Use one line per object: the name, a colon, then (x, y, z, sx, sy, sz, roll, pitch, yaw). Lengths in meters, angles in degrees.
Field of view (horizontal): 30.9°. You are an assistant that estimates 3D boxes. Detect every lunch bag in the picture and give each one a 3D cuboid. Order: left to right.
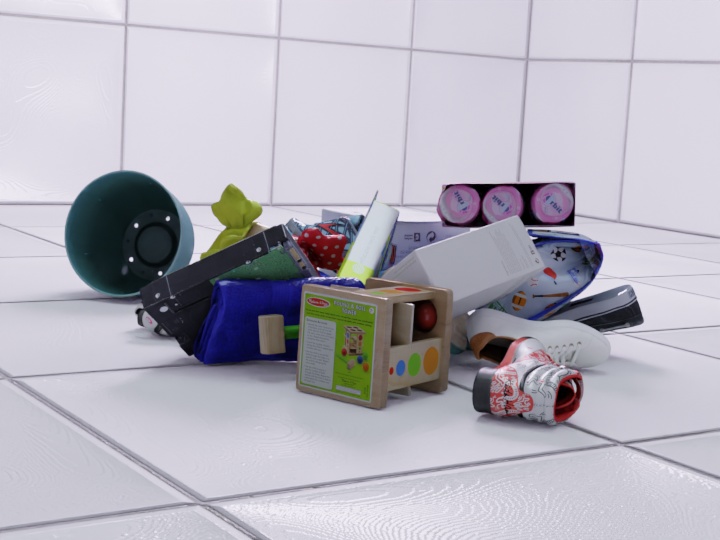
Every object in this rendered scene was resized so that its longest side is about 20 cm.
lunch bag: (0.251, 0.006, 1.859, 0.198, 0.125, 0.170, -25, 0, 9)

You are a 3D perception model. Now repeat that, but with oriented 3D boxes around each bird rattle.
bird rattle: (-0.117, -0.037, 1.808, 0.198, 0.114, 0.163, 14, -13, -3)

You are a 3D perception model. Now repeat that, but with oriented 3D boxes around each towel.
towel: (-0.101, 0.068, 1.636, 0.198, 0.148, 0.050, -2, 52, -24)

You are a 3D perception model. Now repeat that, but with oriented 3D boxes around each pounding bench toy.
pounding bench toy: (-0.006, 0.076, 1.567, 0.198, 0.126, 0.155, 9, 9, 36)

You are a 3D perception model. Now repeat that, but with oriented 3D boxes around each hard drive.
hard drive: (-0.158, 0.026, 1.627, 0.198, 0.038, 0.140, -24, -34, 7)

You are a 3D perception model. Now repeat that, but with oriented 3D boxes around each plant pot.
plant pot: (-0.362, -0.050, 2.139, 0.198, 0.203, 0.161, 5, -6, 11)

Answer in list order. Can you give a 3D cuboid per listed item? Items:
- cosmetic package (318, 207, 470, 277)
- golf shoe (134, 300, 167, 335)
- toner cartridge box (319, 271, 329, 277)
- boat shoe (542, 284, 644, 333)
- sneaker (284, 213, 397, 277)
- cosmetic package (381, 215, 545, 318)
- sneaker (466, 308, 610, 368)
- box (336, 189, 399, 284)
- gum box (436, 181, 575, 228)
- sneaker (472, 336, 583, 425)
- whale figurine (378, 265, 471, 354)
cosmetic package: (0.049, -0.008, 2.070, 0.166, 0.169, 0.199, -1, 8, -31)
golf shoe: (-0.278, 0.045, 1.875, 0.091, 0.074, 0.200, 1, 8, -8)
toner cartridge box: (-0.111, 0.017, 1.996, 0.094, 0.044, 0.200, 4, 5, -12)
boat shoe: (0.317, 0.080, 1.894, 0.198, 0.069, 0.074, -21, 8, 28)
sneaker: (-0.025, -0.044, 1.954, 0.199, 0.096, 0.079, 28, -1, 29)
cosmetic package: (0.129, 0.008, 1.683, 0.199, 0.085, 0.107, -17, -15, -41)
sneaker: (0.236, 0.111, 1.716, 0.198, 0.073, 0.085, 9, 38, -7)
box: (0.000, 0.000, 1.788, 0.047, 0.123, 0.201, 22, 49, 4)
gum box: (0.209, -0.096, 1.909, 0.197, 0.067, 0.114, 0, 2, 1)
sneaker: (0.210, 0.129, 1.501, 0.107, 0.068, 0.201, 8, 12, 24)
whale figurine: (0.089, 0.075, 1.797, 0.199, 0.104, 0.159, 26, 16, -47)
